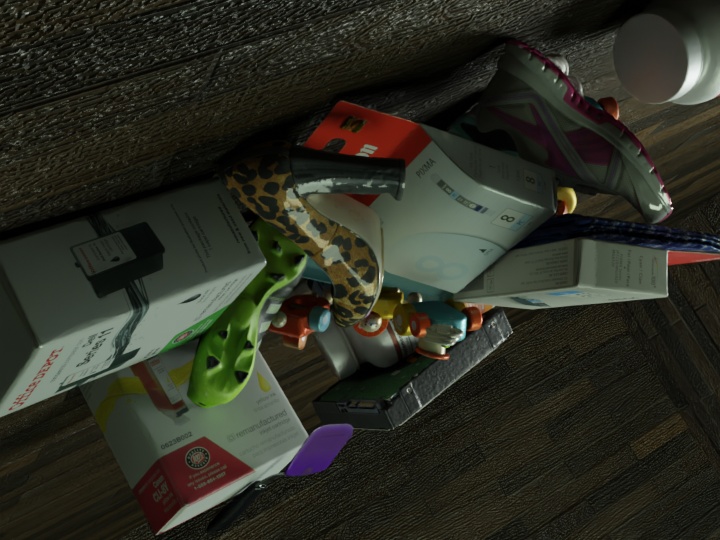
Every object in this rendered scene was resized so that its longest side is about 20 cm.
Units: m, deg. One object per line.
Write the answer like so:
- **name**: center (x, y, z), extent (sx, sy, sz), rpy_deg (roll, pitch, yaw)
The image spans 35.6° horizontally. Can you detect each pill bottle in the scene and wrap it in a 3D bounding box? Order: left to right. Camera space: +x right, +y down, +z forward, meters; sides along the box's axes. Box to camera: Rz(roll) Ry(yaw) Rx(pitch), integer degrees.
- **pill bottle**: center (0.043, 0.035, 1.225), extent (0.199, 0.113, 0.112), rpy_deg (-29, 169, -8)
- **pill bottle**: center (0.339, -0.226, 1.087), extent (0.199, 0.113, 0.112), rpy_deg (-23, 167, -36)

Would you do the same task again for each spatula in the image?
- **spatula**: center (-0.078, 0.190, 1.004), extent (0.056, 0.021, 0.200), rpy_deg (3, 146, -47)

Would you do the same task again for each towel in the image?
- **towel**: center (0.220, -0.020, 1.015), extent (0.198, 0.024, 0.144), rpy_deg (6, 170, -29)

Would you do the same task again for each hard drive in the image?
- **hard drive**: center (0.058, 0.108, 1.242), extent (0.199, 0.038, 0.139), rpy_deg (-34, -166, -33)

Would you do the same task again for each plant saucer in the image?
- **plant saucer**: center (0.000, 0.000, 1.131), extent (0.198, 0.019, 0.070), rpy_deg (14, 157, -8)

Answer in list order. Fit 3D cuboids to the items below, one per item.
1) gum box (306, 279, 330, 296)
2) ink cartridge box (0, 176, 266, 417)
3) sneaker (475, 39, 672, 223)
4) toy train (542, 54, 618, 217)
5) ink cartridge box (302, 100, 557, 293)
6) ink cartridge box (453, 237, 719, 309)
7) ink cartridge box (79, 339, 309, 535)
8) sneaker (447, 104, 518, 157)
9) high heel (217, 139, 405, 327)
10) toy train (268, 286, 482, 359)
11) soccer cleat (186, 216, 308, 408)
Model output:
- **gum box**: center (0.037, -0.036, 1.300), extent (0.199, 0.045, 0.170), rpy_deg (-29, 168, -14)
- **ink cartridge box**: center (-0.192, 0.020, 0.838), extent (0.199, 0.084, 0.147), rpy_deg (-22, 166, -39)
- **sneaker**: center (0.178, -0.103, 0.956), extent (0.088, 0.200, 0.081), rpy_deg (-49, 180, 17)
- **toy train**: center (0.152, -0.089, 1.025), extent (0.149, 0.056, 0.200), rpy_deg (25, 115, -31)
- **ink cartridge box**: center (0.038, -0.055, 0.934), extent (0.198, 0.048, 0.160), rpy_deg (15, 149, -23)
- **ink cartridge box**: center (0.205, 0.008, 0.996), extent (0.175, 0.045, 0.200), rpy_deg (5, 174, -24)
- **ink cartridge box**: center (-0.162, 0.112, 1.022), extent (0.144, 0.201, 0.083), rpy_deg (-22, 163, -37)
- **sneaker**: center (0.107, -0.106, 1.142), extent (0.200, 0.078, 0.140), rpy_deg (-50, -178, 24)
- **high heel**: center (-0.049, -0.024, 0.906), extent (0.141, 0.072, 0.201), rpy_deg (4, 138, -8)
- **toy train**: center (0.011, 0.056, 1.051), extent (0.198, 0.056, 0.150), rpy_deg (10, -162, 22)
- **soccer cleat**: center (-0.103, 0.029, 0.991), extent (0.081, 0.067, 0.201), rpy_deg (-35, -153, 56)
